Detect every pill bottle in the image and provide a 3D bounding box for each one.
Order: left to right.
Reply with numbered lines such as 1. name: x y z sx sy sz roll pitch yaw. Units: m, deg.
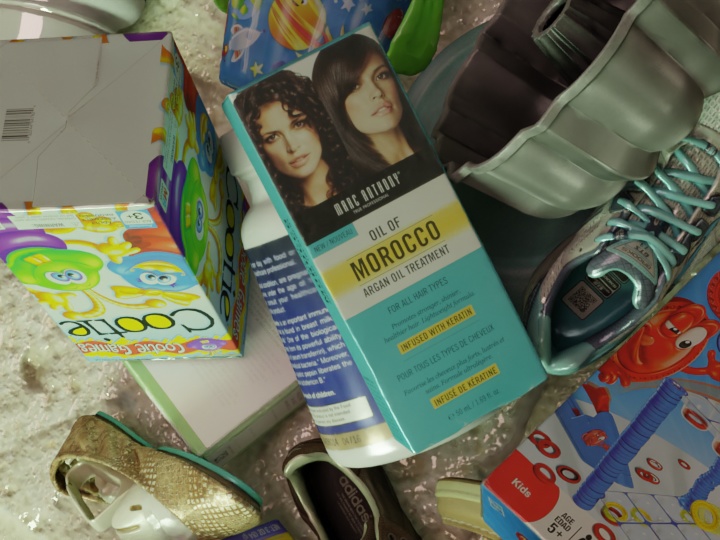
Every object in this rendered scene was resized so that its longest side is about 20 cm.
1. pill bottle: -0.197 -0.238 0.917 0.113 0.113 0.201 12 86 26
2. pill bottle: 0.000 0.000 0.744 0.115 0.116 0.201 -21 95 20

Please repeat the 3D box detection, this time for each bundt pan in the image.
1. bundt pan: 0.127 -0.112 0.674 0.076 0.202 0.202 33 97 -16

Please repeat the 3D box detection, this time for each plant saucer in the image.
1. plant saucer: 0.101 -0.070 0.782 0.199 0.036 0.201 -5 76 21

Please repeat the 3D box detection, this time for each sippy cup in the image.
1. sippy cup: -0.026 -0.165 0.821 0.139 0.178 0.131 16 100 -7

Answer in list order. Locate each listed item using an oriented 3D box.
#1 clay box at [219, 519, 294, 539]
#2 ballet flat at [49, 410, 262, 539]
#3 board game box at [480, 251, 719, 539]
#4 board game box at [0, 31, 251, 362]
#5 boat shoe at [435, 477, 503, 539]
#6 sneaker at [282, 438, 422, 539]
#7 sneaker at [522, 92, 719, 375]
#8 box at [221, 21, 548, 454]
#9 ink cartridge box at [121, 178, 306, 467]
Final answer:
1. clay box: -0.039 0.239 0.738 0.200 0.115 0.048 44 128 32
2. ballet flat: -0.134 0.140 0.810 0.065 0.071 0.200 -49 29 -21
3. board game box: 0.197 0.115 0.653 0.196 0.056 0.200 -41 64 -17
4. board game box: -0.132 -0.033 0.741 0.103 0.200 0.105 -2 65 8
5. boat shoe: 0.126 0.165 0.712 0.199 0.073 0.063 17 85 26
6. sneaker: 0.016 0.183 0.758 0.070 0.075 0.200 -45 65 11
7. sneaker: 0.155 -0.019 0.680 0.078 0.086 0.200 34 114 3
8. box: 0.012 -0.016 0.662 0.082 0.049 0.200 -28 96 -8
9. ink cartridge box: -0.062 0.013 0.846 0.200 0.048 0.146 -37 66 -11
